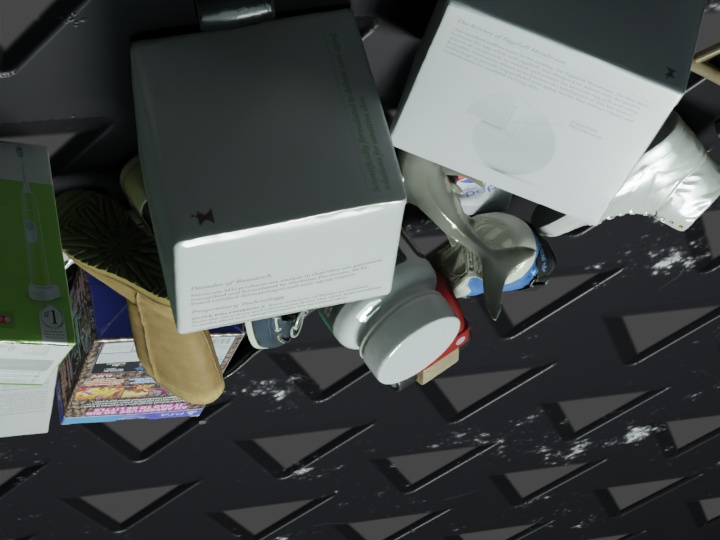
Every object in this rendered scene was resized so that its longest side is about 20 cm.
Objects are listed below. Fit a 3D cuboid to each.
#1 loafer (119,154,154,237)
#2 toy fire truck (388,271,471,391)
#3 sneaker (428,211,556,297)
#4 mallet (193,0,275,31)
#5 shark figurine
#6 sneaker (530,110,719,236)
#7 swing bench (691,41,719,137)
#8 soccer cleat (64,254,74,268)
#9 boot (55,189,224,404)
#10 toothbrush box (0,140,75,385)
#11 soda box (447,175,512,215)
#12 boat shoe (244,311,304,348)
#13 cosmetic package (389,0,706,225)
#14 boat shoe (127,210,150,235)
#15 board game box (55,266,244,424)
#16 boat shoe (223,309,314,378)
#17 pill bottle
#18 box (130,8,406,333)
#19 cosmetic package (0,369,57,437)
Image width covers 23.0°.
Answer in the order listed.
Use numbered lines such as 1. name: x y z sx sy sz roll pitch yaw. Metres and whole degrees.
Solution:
1. loafer: -0.148 -0.023 1.644 0.076 0.069 0.200 -39 116 18
2. toy fire truck: 0.042 -0.009 1.752 0.128 0.176 0.201 -32 153 -16
3. sneaker: 0.155 -0.019 1.776 0.110 0.078 0.200 -12 171 -23
4. mallet: -0.093 -0.255 1.346 0.065 0.042 0.201 -7 149 -11
5. shark figurine: 0.065 -0.059 1.638 0.089 0.128 0.216 -44 124 -23
6. sneaker: 0.279 -0.067 1.808 0.199 0.074 0.115 -32 120 33
7. swing bench: 0.401 -0.111 1.678 0.129 0.201 0.200 -22 153 18
8. soccer cleat: -0.320 0.001 1.683 0.198 0.086 0.069 -21 153 16
9. boot: -0.210 0.031 1.657 0.066 0.175 0.201 -46 158 -22
10. toothbrush box: -0.337 -0.010 1.522 0.144 0.202 0.086 4 151 -32
11. soda box: 0.115 -0.128 1.657 0.063 0.069 0.201 -9 154 -8
12. boat shoe: -0.085 0.028 1.794 0.061 0.076 0.200 2 153 10
13. cosmetic package: 0.150 -0.168 1.451 0.197 0.124 0.200 21 149 -3
14. boat shoe: -0.161 -0.034 1.716 0.198 0.063 0.072 -16 154 2
15. board game box: -0.228 0.073 1.855 0.158 0.098 0.200 -2 152 -22
16. boat shoe: -0.100 0.058 1.933 0.199 0.058 0.066 -33 148 34
17. pill bottle: 0.000 0.000 1.661 0.112 0.201 0.113 -30 156 -15
18. box: -0.082 -0.084 1.500 0.198 0.201 0.172 -11 154 -9
19. cosmetic package: -0.353 0.086 1.819 0.073 0.103 0.200 -5 154 -15
